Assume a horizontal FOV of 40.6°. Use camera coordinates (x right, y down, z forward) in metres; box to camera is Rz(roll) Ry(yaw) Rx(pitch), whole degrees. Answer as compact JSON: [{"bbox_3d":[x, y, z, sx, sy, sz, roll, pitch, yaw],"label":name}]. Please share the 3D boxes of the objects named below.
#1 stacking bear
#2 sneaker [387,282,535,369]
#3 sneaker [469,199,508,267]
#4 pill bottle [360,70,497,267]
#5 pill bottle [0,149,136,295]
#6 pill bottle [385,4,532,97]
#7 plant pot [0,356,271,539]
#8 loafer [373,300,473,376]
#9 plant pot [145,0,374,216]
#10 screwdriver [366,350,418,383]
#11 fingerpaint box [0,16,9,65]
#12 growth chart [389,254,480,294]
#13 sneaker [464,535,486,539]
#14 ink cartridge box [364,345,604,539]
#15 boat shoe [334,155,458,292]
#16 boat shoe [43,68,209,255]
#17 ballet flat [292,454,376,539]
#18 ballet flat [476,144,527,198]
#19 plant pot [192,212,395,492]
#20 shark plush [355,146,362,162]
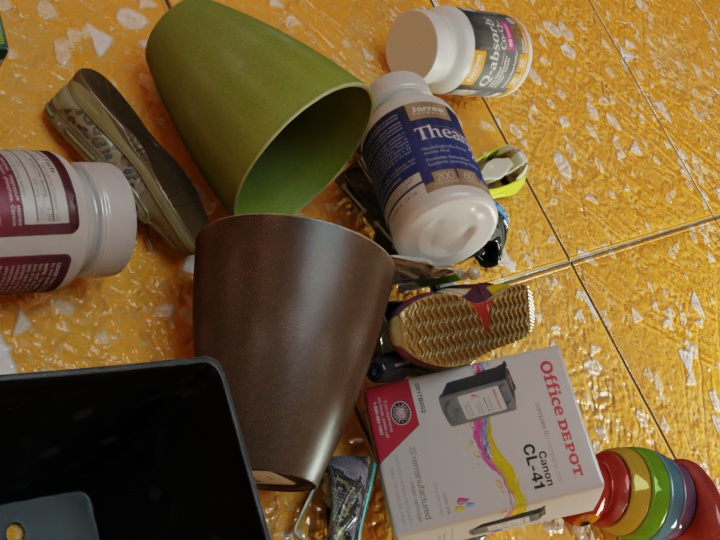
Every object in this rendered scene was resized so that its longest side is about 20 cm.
[{"bbox_3d":[0.295,0.254,1.103,0.198,0.121,0.115,16,55,-25],"label":"stacking bear"},{"bbox_3d":[0.084,0.054,0.960,0.198,0.089,0.076,-5,90,-43],"label":"sneaker"},{"bbox_3d":[0.124,-0.061,1.160,0.199,0.070,0.084,34,53,-49],"label":"sneaker"},{"bbox_3d":[0.063,-0.112,1.021,0.110,0.111,0.202,13,44,-36],"label":"pill bottle"},{"bbox_3d":[-0.285,-0.038,0.762,0.198,0.114,0.116,-4,66,-44],"label":"pill bottle"},{"bbox_3d":[0.134,-0.296,1.319,0.198,0.116,0.118,-8,68,-45],"label":"pill bottle"},{"bbox_3d":[-0.190,0.192,0.644,0.198,0.177,0.202,-1,63,-42],"label":"plant pot"},{"bbox_3d":[0.068,0.072,1.044,0.198,0.067,0.077,2,62,-41],"label":"loafer"},{"bbox_3d":[-0.119,-0.177,0.980,0.200,0.188,0.186,45,39,16],"label":"plant pot"},{"bbox_3d":[0.064,0.090,0.960,0.029,0.028,0.199,48,24,24],"label":"screwdriver"},{"bbox_3d":[-0.409,-0.261,0.830,0.165,0.073,0.202,-1,63,-43],"label":"fingerpaint box"},{"bbox_3d":[0.000,0.000,0.972,0.197,0.144,0.018,8,77,-30],"label":"growth chart"},{"bbox_3d":[0.116,0.189,1.002,0.078,0.077,0.202,28,48,-27],"label":"sneaker"},{"bbox_3d":[0.112,0.170,0.928,0.197,0.086,0.149,-14,63,-1],"label":"ink cartridge box"},{"bbox_3d":[0.043,-0.037,1.102,0.201,0.063,0.071,57,6,12],"label":"boat shoe"},{"bbox_3d":[-0.215,-0.092,0.913,0.201,0.062,0.073,55,15,-2],"label":"boat shoe"},{"bbox_3d":[-0.029,0.252,0.846,0.072,0.072,0.202,29,47,-24],"label":"ballet flat"},{"bbox_3d":[0.184,-0.132,1.289,0.199,0.067,0.067,-27,82,-49],"label":"ballet flat"},{"bbox_3d":[-0.071,0.083,0.850,0.185,0.186,0.203,21,64,-30],"label":"plant pot"},{"bbox_3d":[0.015,-0.126,1.163,0.083,0.090,0.203,-22,100,-28],"label":"shark plush"}]
